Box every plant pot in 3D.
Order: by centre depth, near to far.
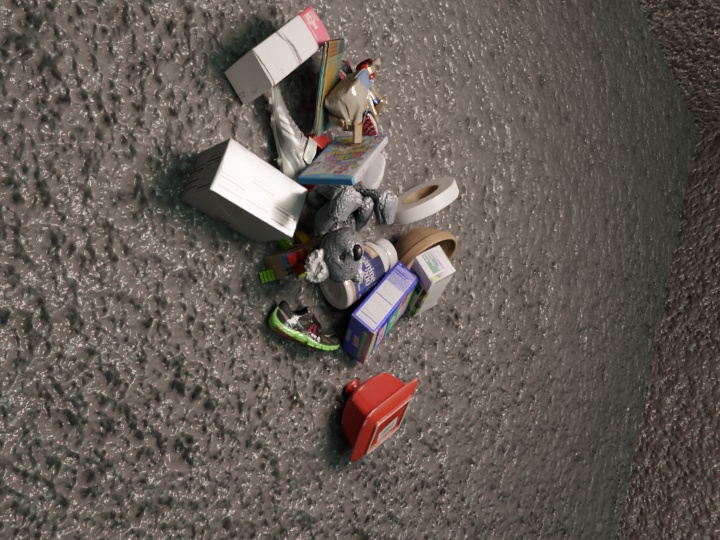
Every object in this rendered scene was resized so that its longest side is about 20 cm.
[{"bbox_3d":[0.155,-0.049,1.498,0.197,0.203,0.094,-12,55,-40],"label":"plant pot"}]

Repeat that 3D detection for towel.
[{"bbox_3d":[-0.075,-0.422,1.288,0.147,0.021,0.206,-63,165,-64],"label":"towel"}]

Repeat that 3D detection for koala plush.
[{"bbox_3d":[-0.038,-0.070,1.167,0.174,0.181,0.207,-2,99,-42],"label":"koala plush"}]

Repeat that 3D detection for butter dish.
[{"bbox_3d":[0.022,0.328,1.367,0.197,0.147,0.203,-27,145,-39],"label":"butter dish"}]

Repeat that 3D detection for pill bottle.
[{"bbox_3d":[0.000,0.000,1.375,0.198,0.109,0.114,-33,109,-37],"label":"pill bottle"}]

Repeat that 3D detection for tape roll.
[{"bbox_3d":[0.162,-0.184,1.466,0.202,0.200,0.038,-39,113,-34],"label":"tape roll"}]

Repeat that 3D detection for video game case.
[{"bbox_3d":[-0.037,-0.249,1.252,0.202,0.139,0.018,-57,143,-43],"label":"video game case"}]

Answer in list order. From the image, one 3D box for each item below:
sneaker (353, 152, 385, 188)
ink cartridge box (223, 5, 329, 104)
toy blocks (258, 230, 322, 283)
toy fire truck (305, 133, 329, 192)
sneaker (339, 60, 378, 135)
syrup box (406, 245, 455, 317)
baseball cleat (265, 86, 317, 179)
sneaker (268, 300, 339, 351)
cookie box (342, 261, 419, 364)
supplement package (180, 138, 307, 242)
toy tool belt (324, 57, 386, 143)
[{"bbox_3d":[-0.001,-0.174,1.307,0.074,0.114,0.204,28,85,10],"label":"sneaker"},{"bbox_3d":[-0.181,-0.465,1.215,0.084,0.144,0.201,54,57,-22],"label":"ink cartridge box"},{"bbox_3d":[-0.118,-0.032,1.257,0.197,0.135,0.103,-25,104,-38],"label":"toy blocks"},{"bbox_3d":[-0.074,-0.220,1.362,0.199,0.048,0.144,37,64,-35],"label":"toy fire truck"},{"bbox_3d":[-0.008,-0.431,1.409,0.075,0.079,0.203,-48,117,-33],"label":"sneaker"},{"bbox_3d":[0.164,0.031,1.424,0.080,0.202,0.080,-25,68,-21],"label":"syrup box"},{"bbox_3d":[-0.154,-0.312,1.270,0.103,0.070,0.207,-10,105,-11],"label":"baseball cleat"},{"bbox_3d":[-0.118,0.129,1.291,0.198,0.076,0.086,31,73,-37],"label":"sneaker"},{"bbox_3d":[0.049,0.105,1.376,0.074,0.173,0.200,35,58,13],"label":"cookie box"},{"bbox_3d":[-0.237,-0.155,1.146,0.198,0.153,0.114,31,70,-35],"label":"supplement package"},{"bbox_3d":[0.001,-0.393,1.307,0.125,0.122,0.202,58,42,-28],"label":"toy tool belt"}]
